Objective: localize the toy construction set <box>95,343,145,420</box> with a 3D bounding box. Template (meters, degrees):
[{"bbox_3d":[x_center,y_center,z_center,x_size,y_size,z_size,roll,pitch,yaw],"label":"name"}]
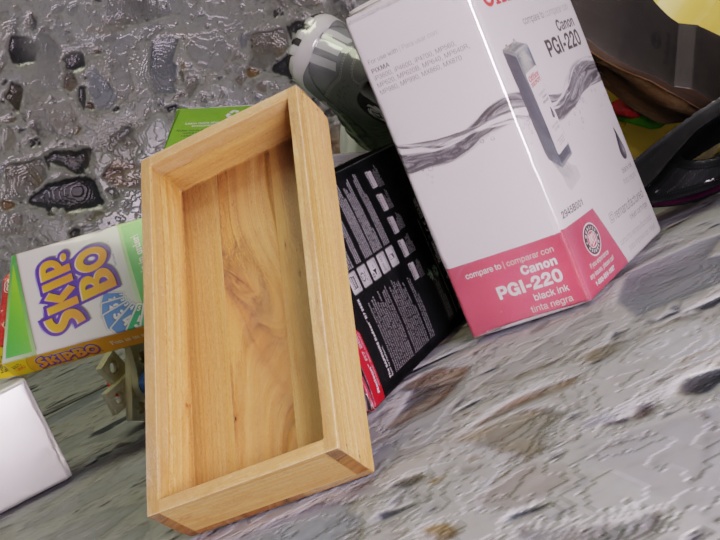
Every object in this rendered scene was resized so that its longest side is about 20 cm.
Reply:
[{"bbox_3d":[-0.134,0.045,0.970,0.199,0.093,0.131,-23,-39,27],"label":"toy construction set"}]

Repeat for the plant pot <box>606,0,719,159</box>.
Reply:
[{"bbox_3d":[0.284,-0.187,1.057,0.200,0.201,0.189,-18,24,52],"label":"plant pot"}]

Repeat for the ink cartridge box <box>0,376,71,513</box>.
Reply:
[{"bbox_3d":[-0.328,0.156,0.923,0.199,0.085,0.146,-27,6,-20],"label":"ink cartridge box"}]

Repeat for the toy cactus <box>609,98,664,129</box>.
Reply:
[{"bbox_3d":[0.131,-0.093,0.947,0.199,0.165,0.102,-28,23,24],"label":"toy cactus"}]

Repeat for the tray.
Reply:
[{"bbox_3d":[-0.054,0.015,0.596,0.098,0.201,0.037,-23,-37,21],"label":"tray"}]

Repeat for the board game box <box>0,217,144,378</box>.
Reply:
[{"bbox_3d":[-0.180,0.013,0.906,0.199,0.096,0.030,-17,-35,16],"label":"board game box"}]

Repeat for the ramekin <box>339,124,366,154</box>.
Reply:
[{"bbox_3d":[0.079,-0.106,1.109,0.200,0.201,0.098,-24,13,8],"label":"ramekin"}]

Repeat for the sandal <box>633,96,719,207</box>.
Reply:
[{"bbox_3d":[0.211,-0.060,0.838,0.200,0.048,0.075,-38,-14,20],"label":"sandal"}]

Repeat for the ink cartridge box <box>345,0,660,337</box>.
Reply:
[{"bbox_3d":[0.090,-0.084,0.745,0.085,0.201,0.146,-21,6,34],"label":"ink cartridge box"}]

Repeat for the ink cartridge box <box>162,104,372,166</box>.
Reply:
[{"bbox_3d":[-0.041,-0.052,0.978,0.199,0.148,0.076,-3,40,8],"label":"ink cartridge box"}]

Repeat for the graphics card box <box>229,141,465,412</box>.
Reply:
[{"bbox_3d":[0.000,0.000,0.745,0.051,0.126,0.200,-22,6,27],"label":"graphics card box"}]

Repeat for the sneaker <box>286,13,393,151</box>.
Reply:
[{"bbox_3d":[0.038,-0.119,0.947,0.115,0.075,0.200,28,3,36],"label":"sneaker"}]

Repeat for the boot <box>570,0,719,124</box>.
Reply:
[{"bbox_3d":[0.170,-0.154,0.852,0.075,0.199,0.074,-20,48,57],"label":"boot"}]
